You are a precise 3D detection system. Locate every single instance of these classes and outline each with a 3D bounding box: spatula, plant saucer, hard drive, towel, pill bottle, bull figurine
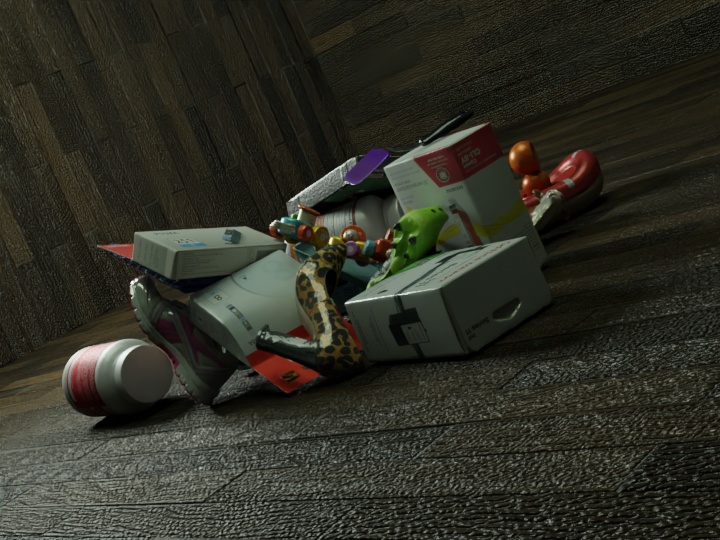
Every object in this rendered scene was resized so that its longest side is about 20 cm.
[{"bbox_3d":[0.065,-0.164,1.456,0.199,0.021,0.056,-27,22,-17],"label":"spatula"},{"bbox_3d":[0.000,0.000,1.620,0.199,0.019,0.070,26,34,22],"label":"plant saucer"},{"bbox_3d":[-0.006,-0.125,1.731,0.139,0.038,0.199,-3,-15,-37],"label":"hard drive"},{"bbox_3d":[-0.244,-0.012,1.575,0.144,0.024,0.199,-7,21,-42],"label":"towel"},{"bbox_3d":[-0.366,0.163,1.701,0.112,0.113,0.199,-30,10,-36],"label":"pill bottle"},{"bbox_3d":[0.206,-0.055,1.612,0.199,0.065,0.121,-22,13,42],"label":"bull figurine"},{"bbox_3d":[-0.008,-0.048,1.718,0.199,0.113,0.112,-19,9,25],"label":"pill bottle"}]

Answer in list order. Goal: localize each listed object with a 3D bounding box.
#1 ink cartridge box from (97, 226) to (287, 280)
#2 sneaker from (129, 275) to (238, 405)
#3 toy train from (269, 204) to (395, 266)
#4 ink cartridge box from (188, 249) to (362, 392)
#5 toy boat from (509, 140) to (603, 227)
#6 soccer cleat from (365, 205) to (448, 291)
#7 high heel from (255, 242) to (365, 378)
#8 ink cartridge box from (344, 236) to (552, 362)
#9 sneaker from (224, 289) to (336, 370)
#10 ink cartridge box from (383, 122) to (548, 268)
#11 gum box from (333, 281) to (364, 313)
[{"bbox_3d":[-0.232,-0.035,1.549,0.175,0.045,0.199,20,17,39],"label":"ink cartridge box"},{"bbox_3d":[-0.234,0.081,1.517,0.088,0.201,0.081,-38,-7,-1],"label":"sneaker"},{"bbox_3d":[-0.025,-0.052,1.541,0.198,0.056,0.150,17,-8,-7],"label":"toy train"},{"bbox_3d":[-0.101,0.061,1.450,0.159,0.048,0.199,-28,44,-35],"label":"ink cartridge box"},{"bbox_3d":[0.271,-0.138,1.724,0.199,0.132,0.130,-26,9,-12],"label":"toy boat"},{"bbox_3d":[0.061,0.000,1.455,0.081,0.068,0.201,-22,-32,-39],"label":"soccer cleat"},{"bbox_3d":[-0.023,0.049,1.396,0.141,0.072,0.201,16,51,23],"label":"high heel"},{"bbox_3d":[0.098,0.035,1.285,0.146,0.084,0.199,-29,9,-32],"label":"ink cartridge box"},{"bbox_3d":[-0.113,0.084,1.674,0.199,0.078,0.140,-38,-10,-8],"label":"sneaker"},{"bbox_3d":[0.137,-0.073,1.458,0.083,0.201,0.145,-32,12,-34],"label":"ink cartridge box"},{"bbox_3d":[0.009,0.017,1.797,0.199,0.045,0.170,-20,10,31],"label":"gum box"}]
